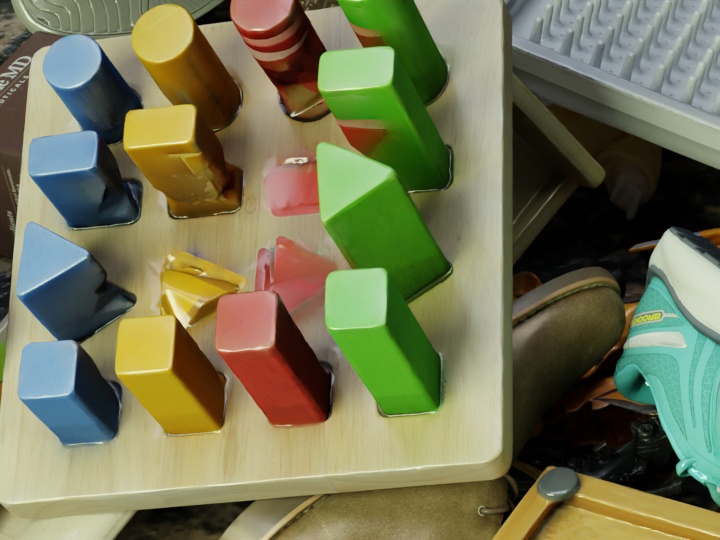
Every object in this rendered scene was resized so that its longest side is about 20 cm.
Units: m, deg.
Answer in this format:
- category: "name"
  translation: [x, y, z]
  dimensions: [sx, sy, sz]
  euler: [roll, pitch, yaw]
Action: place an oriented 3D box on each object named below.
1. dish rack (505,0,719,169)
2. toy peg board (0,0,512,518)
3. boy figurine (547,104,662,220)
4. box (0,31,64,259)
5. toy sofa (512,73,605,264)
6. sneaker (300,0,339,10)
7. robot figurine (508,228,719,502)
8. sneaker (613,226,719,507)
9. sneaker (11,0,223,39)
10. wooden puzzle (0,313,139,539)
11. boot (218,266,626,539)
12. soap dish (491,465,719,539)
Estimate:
- category: "dish rack"
  translation: [0.151, -0.096, 1.258]
  dimensions: [0.199, 0.044, 0.172]
  euler: [23, 36, 11]
- category: "toy peg board"
  translation: [-0.050, -0.025, 1.047]
  dimensions: [0.198, 0.098, 0.201]
  euler: [-6, 63, 14]
- category: "boy figurine"
  translation: [0.099, -0.076, 1.308]
  dimensions: [0.199, 0.065, 0.124]
  euler: [-23, 64, -40]
- category: "box"
  translation: [-0.095, -0.049, 1.338]
  dimensions: [0.199, 0.075, 0.100]
  euler: [10, 41, 29]
- category: "toy sofa"
  translation: [0.000, 0.000, 1.173]
  dimensions: [0.200, 0.083, 0.097]
  euler: [-51, 24, -10]
- category: "sneaker"
  translation: [0.016, -0.113, 1.408]
  dimensions: [0.090, 0.067, 0.200]
  euler: [26, 12, -12]
- category: "robot figurine"
  translation: [0.125, 0.033, 1.177]
  dimensions: [0.199, 0.058, 0.145]
  euler: [-11, 35, -1]
- category: "sneaker"
  translation: [0.158, 0.057, 1.041]
  dimensions: [0.077, 0.080, 0.200]
  euler: [21, 13, -29]
- category: "sneaker"
  translation: [-0.101, -0.160, 1.472]
  dimensions: [0.199, 0.075, 0.106]
  euler: [-25, 0, -23]
- category: "wooden puzzle"
  translation: [-0.110, 0.032, 1.157]
  dimensions: [0.185, 0.037, 0.200]
  euler: [-51, 25, -11]
- category: "boot"
  translation: [0.040, 0.080, 1.076]
  dimensions: [0.200, 0.074, 0.075]
  euler: [-40, 62, -16]
- category: "soap dish"
  translation: [0.113, 0.155, 0.996]
  dimensions: [0.199, 0.082, 0.157]
  euler: [14, 43, 29]
